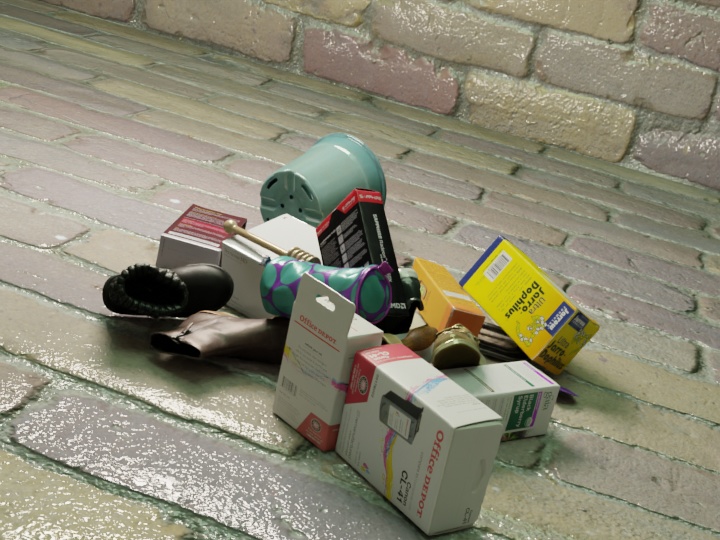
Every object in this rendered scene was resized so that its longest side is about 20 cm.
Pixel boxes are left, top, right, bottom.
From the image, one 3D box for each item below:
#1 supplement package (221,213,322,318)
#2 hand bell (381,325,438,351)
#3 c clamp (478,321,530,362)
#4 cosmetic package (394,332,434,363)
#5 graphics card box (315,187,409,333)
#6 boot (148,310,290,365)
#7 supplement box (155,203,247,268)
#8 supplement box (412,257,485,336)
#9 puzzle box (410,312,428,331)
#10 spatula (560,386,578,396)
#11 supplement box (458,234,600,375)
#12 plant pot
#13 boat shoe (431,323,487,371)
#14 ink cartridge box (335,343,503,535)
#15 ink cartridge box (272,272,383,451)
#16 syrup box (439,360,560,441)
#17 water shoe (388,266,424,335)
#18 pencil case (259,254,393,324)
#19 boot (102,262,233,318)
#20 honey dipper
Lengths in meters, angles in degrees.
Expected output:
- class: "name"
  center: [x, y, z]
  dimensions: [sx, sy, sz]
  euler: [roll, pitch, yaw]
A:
- class: "supplement package"
  center: [-0.100, 0.014, 1.784]
  dimensions: [0.198, 0.113, 0.155]
  euler: [25, 34, 32]
- class: "hand bell"
  center: [0.057, 0.106, 1.561]
  dimensions: [0.103, 0.106, 0.199]
  euler: [23, 22, 27]
- class: "c clamp"
  center: [0.222, 0.109, 1.915]
  dimensions: [0.197, 0.027, 0.171]
  euler: [15, 25, 1]
- class: "cosmetic package"
  center: [0.014, 0.131, 1.613]
  dimensions: [0.198, 0.082, 0.051]
  euler: [-6, 69, -42]
- class: "graphics card box"
  center: [0.000, 0.000, 1.637]
  dimensions: [0.050, 0.125, 0.203]
  euler: [5, 60, -34]
- class: "boot"
  center: [-0.174, 0.107, 1.579]
  dimensions: [0.197, 0.074, 0.166]
  euler: [12, 15, 26]
- class: "supplement box"
  center: [-0.273, -0.050, 1.962]
  dimensions: [0.107, 0.062, 0.200]
  euler: [15, 20, 4]
- class: "supplement box"
  center: [0.136, 0.052, 1.870]
  dimensions: [0.068, 0.067, 0.200]
  euler: [12, 21, -24]
- class: "puzzle box"
  center: [0.006, 0.068, 1.874]
  dimensions: [0.198, 0.026, 0.132]
  euler: [26, 24, 33]
- class: "spatula"
  center: [0.245, 0.176, 1.738]
  dimensions: [0.197, 0.021, 0.056]
  euler: [5, 8, -17]
- class: "supplement box"
  center: [0.274, 0.056, 1.847]
  dimensions: [0.200, 0.110, 0.108]
  euler: [48, 11, 36]
- class: "plant pot"
  center: [-0.082, -0.145, 2.177]
  dimensions: [0.198, 0.203, 0.195]
  euler: [23, 29, 25]
- class: "boat shoe"
  center: [0.135, 0.114, 1.617]
  dimensions: [0.073, 0.067, 0.200]
  euler: [-22, -21, 7]
- class: "ink cartridge box"
  center: [0.066, 0.200, 1.368]
  dimensions: [0.085, 0.150, 0.199]
  euler: [-2, 24, -36]
- class: "ink cartridge box"
  center: [-0.039, 0.113, 1.456]
  dimensions: [0.067, 0.203, 0.116]
  euler: [-6, 27, -42]
- class: "syrup box"
  center: [0.179, 0.186, 1.583]
  dimensions: [0.197, 0.080, 0.081]
  euler: [-1, 24, -36]
- class: "water shoe"
  center: [0.030, 0.076, 1.684]
  dimensions: [0.070, 0.201, 0.080]
  euler: [-2, 57, -26]
- class: "pencil case"
  center: [-0.051, 0.025, 1.566]
  dimensions: [0.198, 0.093, 0.085]
  euler: [7, -32, 41]
- class: "boot"
  center: [-0.266, 0.029, 1.641]
  dimensions: [0.208, 0.081, 0.157]
  euler: [-7, -4, -25]
- class: "honey dipper"
  center: [-0.140, -0.039, 1.720]
  dimensions: [0.199, 0.039, 0.038]
  euler: [28, 24, 36]
